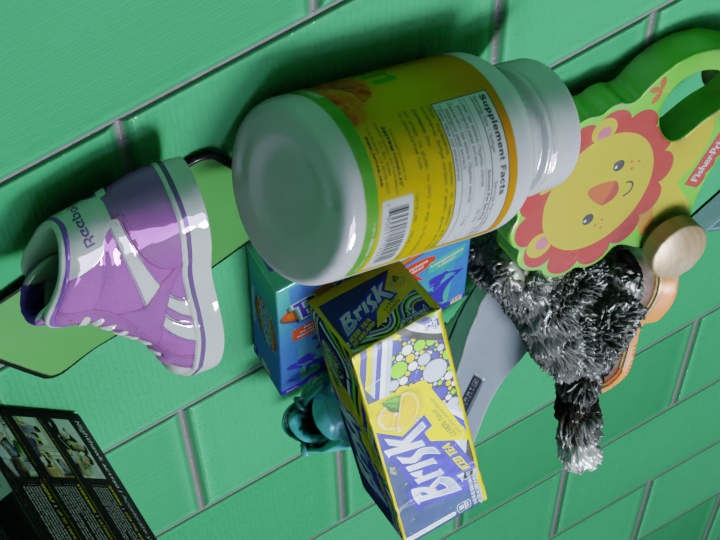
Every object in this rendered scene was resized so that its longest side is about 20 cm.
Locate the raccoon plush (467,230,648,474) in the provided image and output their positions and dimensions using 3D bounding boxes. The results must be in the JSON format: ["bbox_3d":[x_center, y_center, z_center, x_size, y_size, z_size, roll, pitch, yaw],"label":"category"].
[{"bbox_3d":[0.130,0.050,2.009,0.133,0.201,0.097,-3,178,-40],"label":"raccoon plush"}]

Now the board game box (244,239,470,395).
[{"bbox_3d":[0.000,0.000,1.883,0.152,0.045,0.200,-28,161,-10],"label":"board game box"}]

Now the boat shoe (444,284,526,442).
[{"bbox_3d":[0.065,0.066,2.094,0.074,0.086,0.203,30,83,-45],"label":"boat shoe"}]

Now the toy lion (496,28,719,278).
[{"bbox_3d":[0.184,-0.080,1.919,0.191,0.069,0.200,13,117,-46],"label":"toy lion"}]

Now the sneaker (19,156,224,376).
[{"bbox_3d":[-0.144,0.011,1.640,0.114,0.073,0.201,-24,149,-12],"label":"sneaker"}]

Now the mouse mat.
[{"bbox_3d":[-0.143,0.000,1.716,0.200,0.008,0.161,-34,161,9],"label":"mouse mat"}]

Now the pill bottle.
[{"bbox_3d":[0.032,-0.067,1.662,0.199,0.111,0.111,-17,157,-38],"label":"pill bottle"}]

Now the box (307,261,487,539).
[{"bbox_3d":[0.026,0.088,1.865,0.070,0.064,0.201,-28,137,-12],"label":"box"}]

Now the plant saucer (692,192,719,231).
[{"bbox_3d":[0.348,-0.060,2.332,0.070,0.019,0.199,-44,157,31],"label":"plant saucer"}]

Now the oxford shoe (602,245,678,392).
[{"bbox_3d":[0.188,0.039,2.274,0.072,0.072,0.200,-2,146,-20],"label":"oxford shoe"}]

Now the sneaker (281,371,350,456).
[{"bbox_3d":[-0.021,0.096,2.008,0.079,0.078,0.200,-22,177,-14],"label":"sneaker"}]

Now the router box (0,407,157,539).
[{"bbox_3d":[-0.184,0.181,1.800,0.051,0.200,0.149,-40,160,17],"label":"router box"}]
